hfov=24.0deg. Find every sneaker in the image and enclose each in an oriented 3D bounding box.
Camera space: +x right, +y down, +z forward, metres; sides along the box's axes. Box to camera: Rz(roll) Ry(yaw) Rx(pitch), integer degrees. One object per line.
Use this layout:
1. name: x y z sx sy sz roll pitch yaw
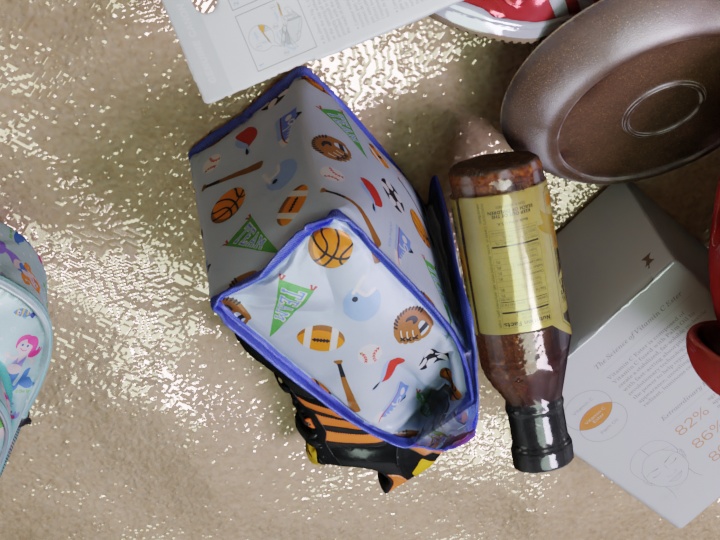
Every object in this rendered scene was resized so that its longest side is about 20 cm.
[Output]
1. sneaker: -0.022 0.097 1.180 0.199 0.070 0.090 31 109 -32
2. sneaker: 0.130 -0.198 1.012 0.198 0.072 0.113 -3 129 -22

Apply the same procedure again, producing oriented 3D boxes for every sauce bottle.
1. sauce bottle: 0.100 0.027 1.076 0.065 0.066 0.203 -11 104 -6

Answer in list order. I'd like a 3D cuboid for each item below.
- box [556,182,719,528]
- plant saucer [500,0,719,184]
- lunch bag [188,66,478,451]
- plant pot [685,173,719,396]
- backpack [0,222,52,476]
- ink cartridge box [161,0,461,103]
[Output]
1. box: 0.205 0.060 1.190 0.152 0.107 0.199 -43 124 17
2. plant saucer: 0.186 -0.112 1.064 0.198 0.032 0.201 -15 152 -8
3. lunch bag: 0.000 0.000 1.058 0.123 0.171 0.200 -33 125 16
4. plant pot: 0.306 0.003 1.027 0.198 0.200 0.185 8 104 -19
5. backpack: -0.283 0.060 1.047 0.176 0.151 0.201 19 113 -24
6. ink cartridge box: -0.025 -0.205 0.953 0.198 0.050 0.164 -21 103 8
